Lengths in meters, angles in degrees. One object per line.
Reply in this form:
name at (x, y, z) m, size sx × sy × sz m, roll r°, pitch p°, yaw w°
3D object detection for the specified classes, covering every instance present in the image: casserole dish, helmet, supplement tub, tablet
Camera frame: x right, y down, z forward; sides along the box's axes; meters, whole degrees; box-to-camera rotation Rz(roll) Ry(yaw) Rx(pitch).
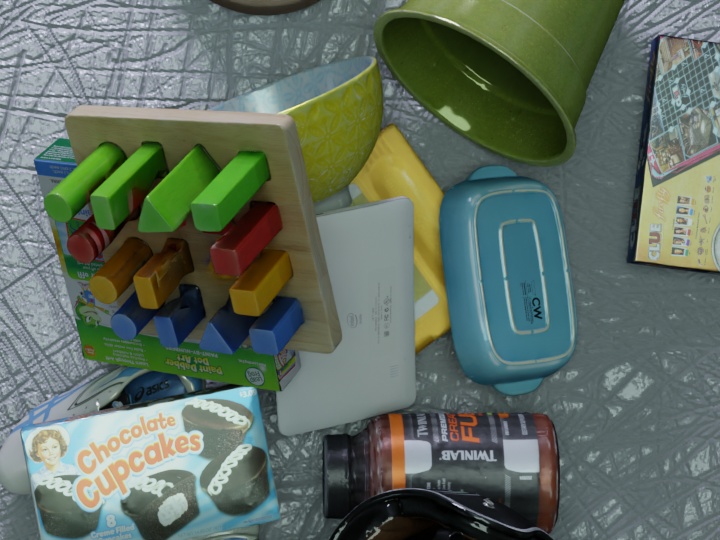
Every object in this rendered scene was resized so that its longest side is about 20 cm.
casserole dish at (0.133, 0.007, 1.654) m, size 0.120 × 0.039 × 0.203 m, roll -6°, pitch 88°, yaw -26°
helmet at (0.077, 0.270, 1.516) m, size 0.198 × 0.190 × 0.202 m, roll -18°, pitch 57°, yaw 30°
supplement tub at (0.066, 0.175, 1.630) m, size 0.197 × 0.107 × 0.108 m, roll 0°, pitch 88°, yaw -4°
tablet at (-0.013, 0.040, 1.607) m, size 0.129 × 0.014 × 0.202 m, roll -12°, pitch 118°, yaw -19°

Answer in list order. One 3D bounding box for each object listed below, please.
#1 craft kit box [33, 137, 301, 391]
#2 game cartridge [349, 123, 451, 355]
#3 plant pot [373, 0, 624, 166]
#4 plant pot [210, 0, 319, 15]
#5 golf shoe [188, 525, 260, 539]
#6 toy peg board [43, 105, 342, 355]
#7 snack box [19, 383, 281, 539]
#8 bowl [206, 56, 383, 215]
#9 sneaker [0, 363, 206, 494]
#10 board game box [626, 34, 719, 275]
craft kit box at (-0.156, -0.005, 1.564) m, size 0.198 × 0.049 × 0.199 m, roll 8°, pitch 122°, yaw 26°
game cartridge at (0.000, 0.000, 1.670) m, size 0.199 × 0.032 × 0.177 m, roll -37°, pitch 90°, yaw -3°
plant pot at (0.143, -0.225, 1.626) m, size 0.199 × 0.200 × 0.191 m, roll 35°, pitch 73°, yaw -2°
plant pot at (-0.078, -0.327, 1.608) m, size 0.198 × 0.175 × 0.203 m, roll 0°, pitch 88°, yaw -5°
golf shoe at (-0.186, 0.228, 1.641) m, size 0.198 × 0.078 × 0.098 m, roll -12°, pitch 71°, yaw -9°
toy peg board at (-0.138, -0.011, 1.456) m, size 0.198 × 0.098 × 0.201 m, roll 5°, pitch 123°, yaw 27°
snack box at (-0.173, 0.168, 1.584) m, size 0.198 × 0.037 × 0.118 m, roll -11°, pitch 94°, yaw -8°
bowl at (-0.061, -0.093, 1.597) m, size 0.198 × 0.200 × 0.109 m, roll -21°, pitch 103°, yaw -4°
sneaker at (-0.224, 0.129, 1.632) m, size 0.199 × 0.072 × 0.072 m, roll -28°, pitch 91°, yaw -3°
board game box at (0.314, -0.099, 1.691) m, size 0.134 × 0.035 × 0.202 m, roll 8°, pitch 87°, yaw -3°
